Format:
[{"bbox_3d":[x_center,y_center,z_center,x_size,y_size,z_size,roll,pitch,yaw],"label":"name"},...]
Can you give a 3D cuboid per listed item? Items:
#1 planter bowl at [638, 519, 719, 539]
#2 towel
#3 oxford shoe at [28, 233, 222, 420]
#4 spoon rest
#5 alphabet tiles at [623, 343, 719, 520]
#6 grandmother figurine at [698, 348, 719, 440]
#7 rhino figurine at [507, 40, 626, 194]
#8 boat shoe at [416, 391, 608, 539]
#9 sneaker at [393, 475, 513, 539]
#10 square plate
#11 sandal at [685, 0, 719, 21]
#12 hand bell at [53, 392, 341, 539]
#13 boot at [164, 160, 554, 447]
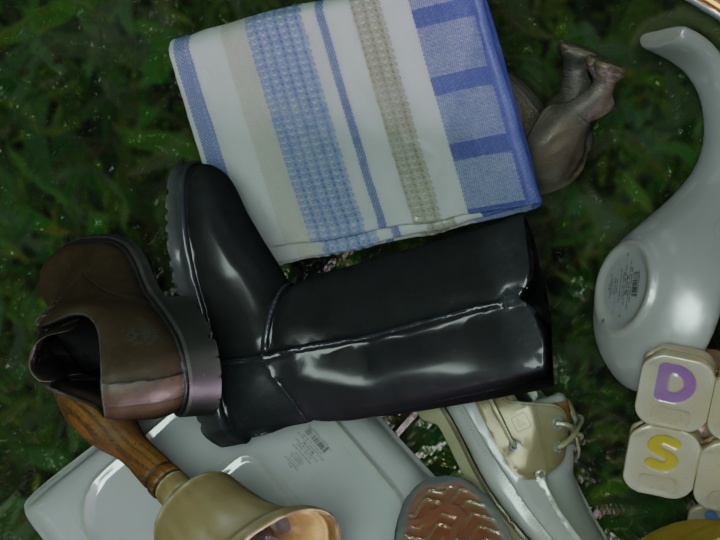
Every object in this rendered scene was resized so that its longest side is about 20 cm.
[{"bbox_3d":[0.183,0.198,1.086,0.199,0.083,0.202,-12,121,-21],"label":"planter bowl"},{"bbox_3d":[-0.005,-0.083,1.129,0.199,0.024,0.148,-11,106,25],"label":"towel"},{"bbox_3d":[-0.151,0.028,1.117,0.084,0.200,0.073,-9,109,-23],"label":"oxford shoe"},{"bbox_3d":[0.176,-0.031,1.116,0.060,0.099,0.201,12,84,-28],"label":"spoon rest"},{"bbox_3d":[0.244,0.099,1.077,0.199,0.015,0.197,12,126,9],"label":"alphabet tiles"},{"bbox_3d":[0.267,0.087,1.110,0.199,0.061,0.122,16,119,7],"label":"grandmother figurine"},{"bbox_3d":[0.047,-0.107,1.145,0.199,0.060,0.088,20,103,13],"label":"rhino figurine"},{"bbox_3d":[0.091,0.095,1.128,0.068,0.075,0.200,-39,82,13],"label":"boat shoe"},{"bbox_3d":[0.057,0.212,1.069,0.071,0.080,0.201,-8,62,-10],"label":"sneaker"},{"bbox_3d":[-0.066,0.141,1.138,0.198,0.028,0.200,-41,69,-4],"label":"square plate"},{"bbox_3d":[0.182,-0.194,1.123,0.206,0.059,0.080,29,94,9],"label":"sandal"},{"bbox_3d":[-0.112,0.112,1.109,0.200,0.104,0.104,41,96,33],"label":"hand bell"},{"bbox_3d":[0.000,0.001,1.105,0.199,0.066,0.166,-13,84,19],"label":"boot"}]
